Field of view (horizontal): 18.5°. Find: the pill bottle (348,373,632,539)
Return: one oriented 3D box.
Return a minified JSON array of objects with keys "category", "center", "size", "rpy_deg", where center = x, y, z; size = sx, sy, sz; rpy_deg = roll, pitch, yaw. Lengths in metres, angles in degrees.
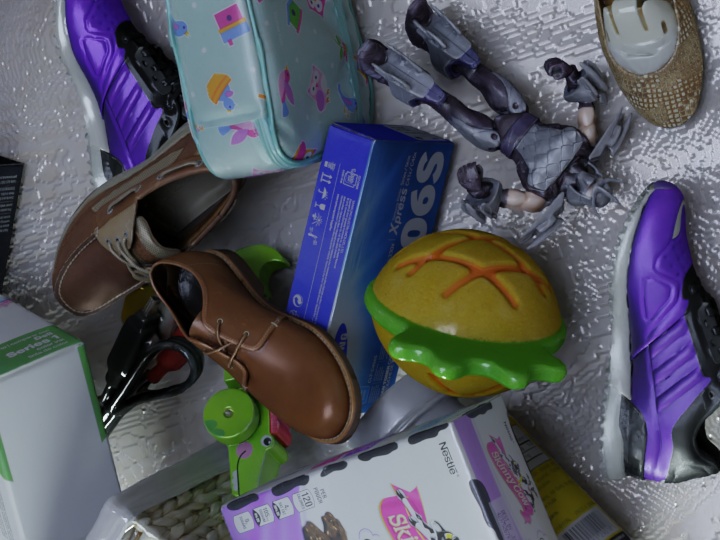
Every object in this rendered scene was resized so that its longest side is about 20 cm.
[{"category":"pill bottle","center":[0.087,0.161,1.500],"size":[0.200,0.111,0.111],"rpy_deg":[46,112,16]}]

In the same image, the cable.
[{"category":"cable","center":[-0.171,0.088,1.667],"size":[0.097,0.050,0.200],"rpy_deg":[43,121,21]}]

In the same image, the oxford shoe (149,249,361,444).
[{"category":"oxford shoe","center":[-0.076,0.054,1.491],"size":[0.200,0.071,0.072],"rpy_deg":[39,114,37]}]

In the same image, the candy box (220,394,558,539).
[{"category":"candy box","center":[0.029,0.194,1.434],"size":[0.199,0.071,0.168],"rpy_deg":[-24,88,34]}]

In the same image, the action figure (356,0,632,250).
[{"category":"action figure","center":[0.094,-0.100,1.483],"size":[0.200,0.069,0.130],"rpy_deg":[38,76,17]}]

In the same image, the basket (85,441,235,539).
[{"category":"basket","center":[-0.114,0.223,1.562],"size":[0.123,0.200,0.136],"rpy_deg":[32,108,13]}]

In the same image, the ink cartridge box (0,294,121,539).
[{"category":"ink cartridge box","center":[-0.261,0.101,1.580],"size":[0.200,0.084,0.145],"rpy_deg":[24,131,53]}]

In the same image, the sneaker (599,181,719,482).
[{"category":"sneaker","center":[0.215,0.043,1.447],"size":[0.099,0.070,0.201],"rpy_deg":[7,101,18]}]

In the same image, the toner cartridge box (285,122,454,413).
[{"category":"toner cartridge box","center":[0.000,0.000,1.533],"size":[0.043,0.095,0.201],"rpy_deg":[23,105,36]}]

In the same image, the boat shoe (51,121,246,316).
[{"category":"boat shoe","center":[-0.153,-0.032,1.574],"size":[0.076,0.072,0.200],"rpy_deg":[36,117,-20]}]

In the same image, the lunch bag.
[{"category":"lunch bag","center":[-0.060,-0.171,1.518],"size":[0.077,0.160,0.201],"rpy_deg":[-6,98,31]}]

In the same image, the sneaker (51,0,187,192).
[{"category":"sneaker","center":[-0.157,-0.137,1.621],"size":[0.099,0.070,0.201],"rpy_deg":[-11,96,22]}]

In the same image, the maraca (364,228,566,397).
[{"category":"maraca","center":[0.071,0.035,1.451],"size":[0.136,0.200,0.108],"rpy_deg":[5,108,-4]}]

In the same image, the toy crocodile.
[{"category":"toy crocodile","center":[-0.075,0.077,1.573],"size":[0.061,0.068,0.201],"rpy_deg":[-11,61,12]}]

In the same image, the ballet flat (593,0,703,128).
[{"category":"ballet flat","center":[0.175,-0.191,1.448],"size":[0.070,0.065,0.201],"rpy_deg":[-15,89,26]}]

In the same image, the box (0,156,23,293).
[{"category":"box","center":[-0.384,-0.018,1.719],"size":[0.199,0.104,0.183],"rpy_deg":[17,101,24]}]
